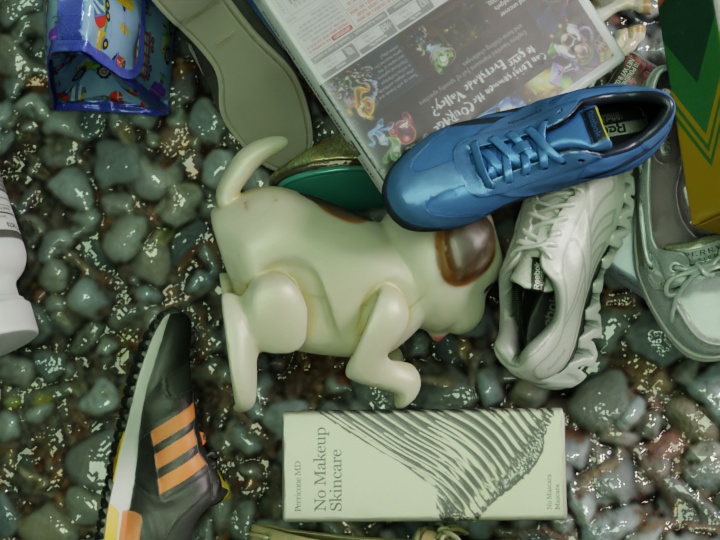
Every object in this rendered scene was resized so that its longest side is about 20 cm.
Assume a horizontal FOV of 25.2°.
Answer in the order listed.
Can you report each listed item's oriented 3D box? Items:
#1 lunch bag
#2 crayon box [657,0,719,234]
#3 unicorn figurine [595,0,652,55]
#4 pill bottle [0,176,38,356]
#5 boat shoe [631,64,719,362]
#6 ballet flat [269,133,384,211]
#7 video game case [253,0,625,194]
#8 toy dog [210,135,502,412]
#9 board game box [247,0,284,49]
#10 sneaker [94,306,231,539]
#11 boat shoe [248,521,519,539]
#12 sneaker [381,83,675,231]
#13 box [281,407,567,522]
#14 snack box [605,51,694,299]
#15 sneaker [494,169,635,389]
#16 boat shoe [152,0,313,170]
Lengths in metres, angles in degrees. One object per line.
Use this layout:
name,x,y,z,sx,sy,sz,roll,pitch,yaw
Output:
lunch bag,-0.188,-0.206,1.130,0.093,0.200,0.152,3,83,3
crayon box,0.269,-0.089,1.085,0.126,0.051,0.201,13,64,-40
unicorn figurine,0.141,-0.189,1.186,0.136,0.074,0.201,-17,62,-3
pill bottle,-0.307,-0.034,1.154,0.115,0.116,0.201,-20,82,-1
boat shoe,0.223,-0.039,1.107,0.074,0.065,0.203,-8,81,2
ballet flat,0.033,-0.082,1.180,0.198,0.071,0.071,-3,82,2
video game case,0.054,-0.165,1.087,0.199,0.023,0.182,-35,93,-16
toy dog,0.000,0.000,1.129,0.198,0.140,0.195,-7,90,-5
board game box,-0.032,-0.253,1.215,0.157,0.039,0.201,-10,76,5
sneaker,-0.132,0.130,1.157,0.089,0.070,0.202,13,83,-11
boat shoe,0.021,0.201,1.135,0.199,0.073,0.064,-7,87,9
sneaker,0.110,-0.080,1.037,0.199,0.078,0.066,-17,84,-15
box,0.044,0.138,1.142,0.198,0.068,0.083,-2,84,1
snack box,0.238,-0.045,1.167,0.199,0.053,0.143,34,86,7
sneaker,0.135,-0.020,1.099,0.075,0.081,0.202,7,88,34
boat shoe,-0.091,-0.163,1.165,0.067,0.057,0.200,-25,122,14
